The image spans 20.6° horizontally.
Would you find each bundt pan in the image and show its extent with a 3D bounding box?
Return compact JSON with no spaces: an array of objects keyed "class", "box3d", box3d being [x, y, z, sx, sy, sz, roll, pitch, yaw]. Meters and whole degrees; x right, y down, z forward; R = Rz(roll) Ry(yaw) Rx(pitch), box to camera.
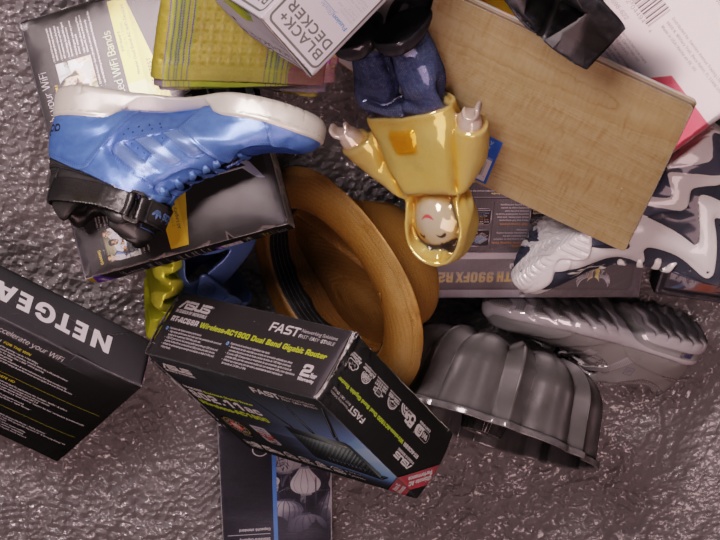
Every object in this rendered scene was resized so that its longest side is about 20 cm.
[{"class":"bundt pan","box3d":[0.109,0.098,1.612,0.201,0.202,0.076,22,79,-18]}]

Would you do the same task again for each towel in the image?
[{"class":"towel","box3d":[-0.072,-0.218,1.388,0.143,0.023,0.201,-2,112,-27]}]

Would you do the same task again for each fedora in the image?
[{"class":"fedora","box3d":[0.000,0.000,1.557,0.082,0.200,0.201,-26,130,-34]}]

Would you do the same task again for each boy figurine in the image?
[{"class":"boy figurine","box3d":[0.037,-0.093,1.447,0.124,0.064,0.201,0,125,25]}]

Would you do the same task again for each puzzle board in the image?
[{"class":"puzzle board","box3d":[0.128,-0.111,1.438,0.199,0.017,0.151,26,136,6]}]

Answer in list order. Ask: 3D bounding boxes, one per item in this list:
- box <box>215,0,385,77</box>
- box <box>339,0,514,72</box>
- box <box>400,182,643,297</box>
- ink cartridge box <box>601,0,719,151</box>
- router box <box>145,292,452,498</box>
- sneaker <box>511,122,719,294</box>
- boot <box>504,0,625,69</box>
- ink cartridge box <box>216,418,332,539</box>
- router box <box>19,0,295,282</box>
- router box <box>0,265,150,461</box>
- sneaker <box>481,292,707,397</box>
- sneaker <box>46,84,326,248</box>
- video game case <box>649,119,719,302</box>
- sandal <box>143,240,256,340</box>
[{"class":"box","box3d":[-0.005,-0.234,1.334,0.200,0.117,0.060,-46,125,-2]},{"class":"box","box3d":[0.063,-0.165,1.463,0.200,0.042,0.119,35,135,-7]},{"class":"box","box3d":[0.134,-0.056,1.586,0.199,0.048,0.159,-1,122,-5]},{"class":"ink cartridge box","box3d":[0.260,-0.204,1.463,0.200,0.083,0.145,-36,101,14]},{"class":"router box","box3d":[-0.048,0.095,1.522,0.150,0.200,0.062,48,64,-40]},{"class":"sneaker","box3d":[0.227,-0.015,1.545,0.199,0.080,0.130,-38,110,4]},{"class":"boot","box3d":[0.091,-0.229,1.385,0.164,0.200,0.066,22,117,-18]},{"class":"ink cartridge box","box3d":[-0.074,0.202,1.732,0.099,0.039,0.201,-4,123,-4]},{"class":"router box","box3d":[-0.149,-0.107,1.463,0.157,0.052,0.201,-15,86,3]},{"class":"router box","box3d":[-0.289,0.066,1.584,0.200,0.051,0.149,29,137,-23]},{"class":"sneaker","box3d":[0.189,0.064,1.650,0.199,0.075,0.082,16,117,-16]},{"class":"sneaker","box3d":[-0.125,-0.067,1.392,0.199,0.077,0.112,5,82,9]},{"class":"video game case","box3d":[0.358,-0.048,1.629,0.199,0.026,0.181,7,121,-11]},{"class":"sandal","box3d":[-0.122,-0.032,1.564,0.087,0.080,0.201,2,130,-11]}]
